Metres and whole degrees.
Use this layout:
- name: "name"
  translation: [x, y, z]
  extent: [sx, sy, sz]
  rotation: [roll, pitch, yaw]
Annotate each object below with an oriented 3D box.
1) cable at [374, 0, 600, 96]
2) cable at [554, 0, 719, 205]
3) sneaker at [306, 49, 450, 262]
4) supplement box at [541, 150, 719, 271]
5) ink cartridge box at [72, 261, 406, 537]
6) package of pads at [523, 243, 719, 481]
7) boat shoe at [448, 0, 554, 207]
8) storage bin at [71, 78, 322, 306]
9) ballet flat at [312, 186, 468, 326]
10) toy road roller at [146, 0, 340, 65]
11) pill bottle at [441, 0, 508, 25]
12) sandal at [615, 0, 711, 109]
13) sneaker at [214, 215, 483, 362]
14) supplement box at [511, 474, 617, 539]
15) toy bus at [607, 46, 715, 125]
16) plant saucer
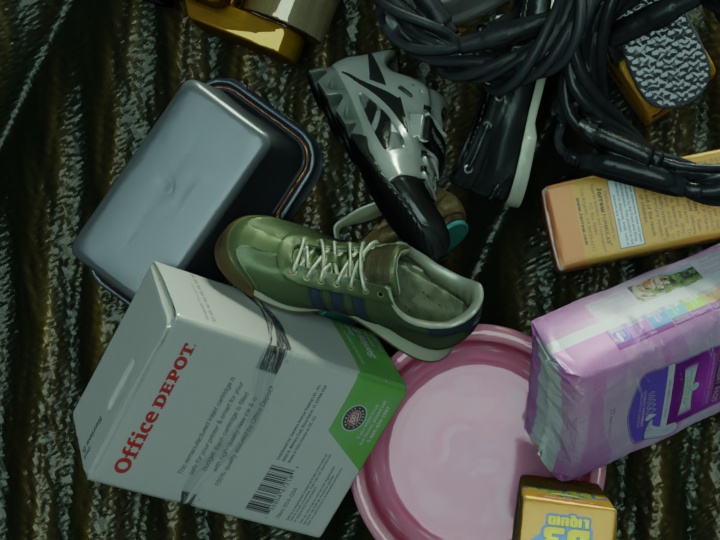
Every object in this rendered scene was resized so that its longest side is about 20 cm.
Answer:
- name: "cable"
  translation: [0.082, -0.217, 1.071]
  extent: [0.198, 0.051, 0.165]
  rotation: [26, 100, 23]
- name: "cable"
  translation: [0.240, -0.131, 1.067]
  extent: [0.198, 0.051, 0.165]
  rotation: [15, 101, 11]
- name: "sneaker"
  translation: [0.036, -0.098, 1.151]
  extent: [0.088, 0.074, 0.201]
  rotation: [-24, 58, -6]
- name: "supplement box"
  translation: [0.240, -0.049, 1.151]
  extent: [0.197, 0.067, 0.070]
  rotation: [-13, 86, 6]
- name: "ink cartridge box"
  translation: [-0.090, 0.097, 1.109]
  extent: [0.198, 0.084, 0.146]
  rotation: [20, 111, -30]
- name: "package of pads"
  translation: [0.214, 0.063, 1.096]
  extent: [0.198, 0.121, 0.076]
  rotation: [-21, 49, -18]
- name: "boat shoe"
  translation: [0.103, -0.150, 1.110]
  extent: [0.065, 0.075, 0.202]
  rotation: [9, 107, -1]
- name: "storage bin"
  translation: [-0.125, -0.045, 1.160]
  extent: [0.145, 0.134, 0.201]
  rotation: [36, 92, 6]
- name: "ballet flat"
  translation: [-0.008, -0.002, 1.187]
  extent: [0.199, 0.068, 0.073]
  rotation: [-40, 65, 3]
- name: "toy road roller"
  translation: [-0.110, -0.253, 1.160]
  extent: [0.198, 0.146, 0.124]
  rotation: [23, 90, 6]
- name: "pill bottle"
  translation: [0.048, -0.295, 1.164]
  extent: [0.111, 0.112, 0.202]
  rotation: [-21, 86, 4]
- name: "sandal"
  translation: [0.199, -0.216, 1.105]
  extent: [0.075, 0.043, 0.203]
  rotation: [-14, 101, 11]
- name: "sneaker"
  translation: [0.000, 0.000, 1.090]
  extent: [0.198, 0.090, 0.068]
  rotation: [23, 61, -15]
- name: "supplement box"
  translation: [0.138, 0.182, 1.041]
  extent: [0.066, 0.200, 0.070]
  rotation: [7, 89, 5]
- name: "toy bus"
  translation: [0.191, -0.215, 1.163]
  extent: [0.065, 0.078, 0.201]
  rotation: [-33, 85, 4]
- name: "plant saucer"
  translation: [0.090, 0.143, 1.173]
  extent: [0.198, 0.051, 0.203]
  rotation: [0, 88, 6]
